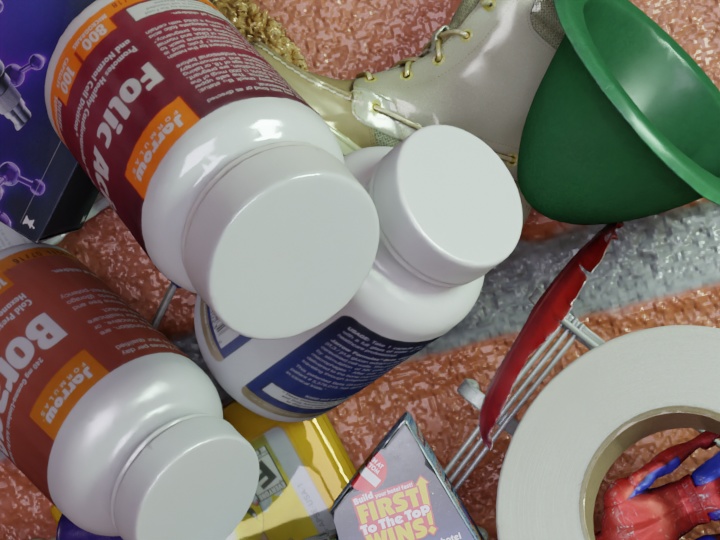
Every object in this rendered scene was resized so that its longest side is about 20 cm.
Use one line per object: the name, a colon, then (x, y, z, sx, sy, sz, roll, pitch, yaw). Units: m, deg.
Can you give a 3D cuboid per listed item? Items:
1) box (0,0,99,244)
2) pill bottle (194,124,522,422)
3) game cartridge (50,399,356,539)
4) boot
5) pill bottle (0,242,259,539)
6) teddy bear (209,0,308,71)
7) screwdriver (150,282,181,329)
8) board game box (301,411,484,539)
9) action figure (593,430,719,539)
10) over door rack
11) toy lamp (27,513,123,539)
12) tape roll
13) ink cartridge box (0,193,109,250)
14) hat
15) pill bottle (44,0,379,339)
box: (-0.186, -0.139, 1.232, 0.140, 0.079, 0.201, 30, 103, 5)
pill bottle: (0.000, 0.000, 1.192, 0.200, 0.111, 0.112, -36, 82, 48)
game cartridge: (-0.065, 0.187, 1.286, 0.175, 0.032, 0.201, -30, 84, 6)
boot: (0.038, -0.121, 1.245, 0.199, 0.072, 0.156, 29, 91, -14)
pill bottle: (-0.149, 0.077, 1.219, 0.200, 0.112, 0.113, 37, 94, 37)
teddy bear: (-0.099, -0.121, 1.288, 0.144, 0.067, 0.202, -15, 94, 11)
screwdriver: (-0.113, 0.023, 1.275, 0.029, 0.028, 0.201, 35, 112, 28)
board game box: (0.007, 0.190, 1.183, 0.198, 0.062, 0.202, -17, 90, 2)
action figure: (0.205, 0.120, 1.198, 0.199, 0.052, 0.066, -24, 92, 4)
over door rack: (0.133, 0.125, 1.251, 0.199, 0.067, 0.148, 38, 94, -7)
toy lamp: (-0.212, 0.170, 1.272, 0.198, 0.058, 0.059, -9, 87, 19)
tape roll: (0.173, 0.129, 1.154, 0.201, 0.037, 0.205, -5, 70, 14)
ink cartridge box: (-0.251, -0.062, 1.319, 0.199, 0.047, 0.161, -35, 85, -12)
hat: (0.107, -0.044, 1.209, 0.176, 0.200, 0.166, -43, 87, 24)
pill bottle: (-0.078, -0.058, 1.116, 0.114, 0.114, 0.200, -46, 44, 4)
